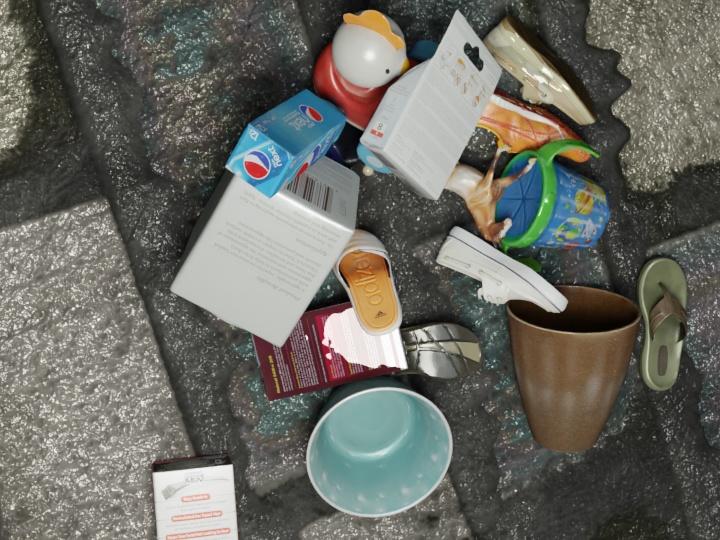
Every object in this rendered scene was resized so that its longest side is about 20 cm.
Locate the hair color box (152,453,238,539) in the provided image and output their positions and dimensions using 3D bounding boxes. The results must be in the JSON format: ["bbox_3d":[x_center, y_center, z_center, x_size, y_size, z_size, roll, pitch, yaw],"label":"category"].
[{"bbox_3d":[-0.223,0.361,1.535,0.110,0.064,0.203,-4,97,-11],"label":"hair color box"}]

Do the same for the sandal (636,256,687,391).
[{"bbox_3d":[0.457,0.080,1.665,0.079,0.057,0.204,-4,95,-12],"label":"sandal"}]

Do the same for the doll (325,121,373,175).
[{"bbox_3d":[-0.037,-0.177,1.539,0.200,0.048,0.137,-39,91,-7],"label":"doll"}]

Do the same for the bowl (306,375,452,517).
[{"bbox_3d":[0.018,0.225,1.540,0.198,0.105,0.203,-4,114,-9],"label":"bowl"}]

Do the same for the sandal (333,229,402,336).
[{"bbox_3d":[0.008,-0.002,1.491,0.078,0.208,0.060,-19,134,-5],"label":"sandal"}]

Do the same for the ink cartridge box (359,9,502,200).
[{"bbox_3d":[0.093,-0.212,1.435,0.162,0.050,0.202,35,79,-55],"label":"ink cartridge box"}]

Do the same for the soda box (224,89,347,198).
[{"bbox_3d":[-0.086,-0.157,1.355,0.068,0.200,0.064,35,117,2],"label":"soda box"}]

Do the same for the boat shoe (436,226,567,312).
[{"bbox_3d":[0.192,0.015,1.558,0.199,0.071,0.070,33,86,21],"label":"boat shoe"}]

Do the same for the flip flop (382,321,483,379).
[{"bbox_3d":[0.074,0.117,1.588,0.198,0.058,0.082,-9,96,4],"label":"flip flop"}]

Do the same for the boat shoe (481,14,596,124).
[{"bbox_3d":[0.255,-0.273,1.593,0.200,0.072,0.065,40,121,-17],"label":"boat shoe"}]

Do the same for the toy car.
[{"bbox_3d":[0.026,-0.262,1.439,0.176,0.200,0.186,27,72,4],"label":"toy car"}]

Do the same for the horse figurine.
[{"bbox_3d":[0.148,-0.142,1.558,0.199,0.050,0.133,35,121,8],"label":"horse figurine"}]

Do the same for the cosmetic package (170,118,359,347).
[{"bbox_3d":[-0.119,-0.049,1.437,0.164,0.166,0.201,29,117,-13],"label":"cosmetic package"}]

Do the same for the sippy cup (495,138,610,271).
[{"bbox_3d":[0.275,-0.089,1.580,0.129,0.178,0.141,11,63,-24],"label":"sippy cup"}]

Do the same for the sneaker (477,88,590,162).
[{"bbox_3d":[0.236,-0.197,1.599,0.198,0.073,0.078,23,111,-9],"label":"sneaker"}]

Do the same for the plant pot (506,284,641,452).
[{"bbox_3d":[0.294,0.147,1.586,0.185,0.187,0.202,-4,109,-12],"label":"plant pot"}]

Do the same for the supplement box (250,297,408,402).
[{"bbox_3d":[-0.042,0.101,1.532,0.198,0.061,0.110,-13,96,2],"label":"supplement box"}]
